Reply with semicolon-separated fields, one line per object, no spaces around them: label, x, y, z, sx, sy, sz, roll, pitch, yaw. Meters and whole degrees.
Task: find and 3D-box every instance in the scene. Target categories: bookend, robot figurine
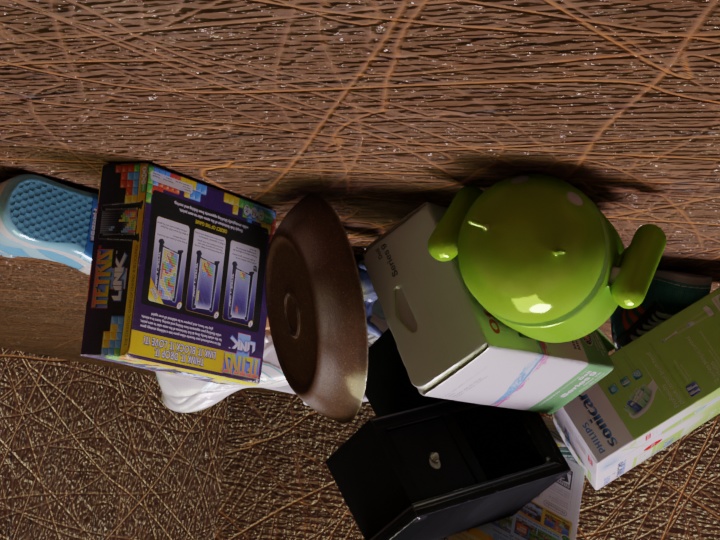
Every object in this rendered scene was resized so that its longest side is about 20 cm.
bookend;0.050;0.130;1.513;0.198;0.201;0.092;-8;152;-43
robot figurine;0.143;-0.008;1.337;0.175;0.116;0.200;16;176;20

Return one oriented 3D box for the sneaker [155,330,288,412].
sneaker;-0.115;0.079;1.748;0.199;0.081;0.071;-19;-143;-4

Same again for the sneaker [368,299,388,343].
sneaker;0.052;0.047;1.750;0.199;0.082;0.074;29;170;32

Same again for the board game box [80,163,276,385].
board game box;-0.156;0.008;1.516;0.056;0.166;0.200;1;170;31

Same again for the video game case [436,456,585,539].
video game case;0.112;0.212;1.584;0.199;0.183;0.023;30;134;-14

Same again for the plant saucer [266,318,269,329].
plant saucer;-0.127;0.014;1.767;0.199;0.038;0.200;-1;-163;0

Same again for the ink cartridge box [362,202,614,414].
ink cartridge box;0.111;0.036;1.481;0.087;0.146;0.199;-39;150;29

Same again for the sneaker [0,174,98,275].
sneaker;-0.294;-0.037;1.636;0.130;0.080;0.200;-3;158;42

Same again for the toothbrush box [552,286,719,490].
toothbrush box;0.288;0.114;1.651;0.199;0.086;0.146;-30;162;-3

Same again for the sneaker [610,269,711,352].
sneaker;0.300;0.046;1.722;0.071;0.080;0.200;7;171;-7

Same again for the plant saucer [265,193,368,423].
plant saucer;-0.045;0.036;1.488;0.036;0.202;0.200;-9;178;-19

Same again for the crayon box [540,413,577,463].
crayon box;0.129;0.155;1.778;0.200;0.051;0.127;33;-166;37

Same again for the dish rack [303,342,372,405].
dish rack;0.044;0.096;1.901;0.171;0.044;0.200;-1;158;-47

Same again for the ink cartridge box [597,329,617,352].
ink cartridge box;0.161;0.058;1.691;0.148;0.076;0.200;47;173;5

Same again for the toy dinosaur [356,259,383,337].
toy dinosaur;0.000;0.000;1.654;0.181;0.200;0.105;-37;168;-47

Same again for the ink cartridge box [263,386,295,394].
ink cartridge box;-0.153;0.053;1.903;0.145;0.084;0.200;13;-167;-32
